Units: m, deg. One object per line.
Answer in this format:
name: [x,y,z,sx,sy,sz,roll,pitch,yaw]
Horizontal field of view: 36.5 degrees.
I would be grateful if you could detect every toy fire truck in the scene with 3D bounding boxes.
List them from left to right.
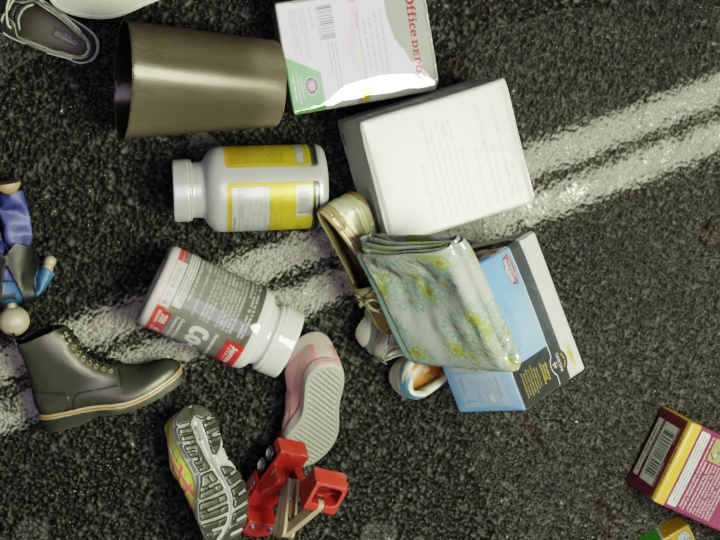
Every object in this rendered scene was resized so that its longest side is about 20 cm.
toy fire truck: [-0.099,0.303,1.446,0.049,0.141,0.200,18,121,-30]

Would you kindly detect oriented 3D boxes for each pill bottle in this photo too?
pill bottle: [-0.183,0.059,1.444,0.199,0.114,0.114,26,92,-12]
pill bottle: [-0.146,-0.108,1.431,0.199,0.112,0.113,-2,98,-10]

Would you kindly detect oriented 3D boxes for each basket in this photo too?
basket: [-0.204,-0.239,1.389,0.199,0.180,0.137,-2,71,-20]

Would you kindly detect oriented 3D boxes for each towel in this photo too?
towel: [0.093,0.041,1.343,0.048,0.171,0.201,-44,120,-31]

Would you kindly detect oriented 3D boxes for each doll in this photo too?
doll: [-0.466,-0.013,1.414,0.136,0.048,0.201,-11,105,-17]

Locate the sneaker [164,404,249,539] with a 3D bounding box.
sneaker: [-0.215,0.280,1.482,0.078,0.090,0.201,-15,90,-37]

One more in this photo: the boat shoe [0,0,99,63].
boat shoe: [-0.423,-0.323,1.371,0.199,0.071,0.072,21,93,-13]

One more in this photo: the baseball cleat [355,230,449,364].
baseball cleat: [0.080,0.040,1.500,0.200,0.106,0.070,-54,148,7]

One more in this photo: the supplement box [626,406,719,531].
supplement box: [0.521,0.306,1.616,0.199,0.103,0.132,26,91,-12]

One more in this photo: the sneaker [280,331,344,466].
sneaker: [-0.072,0.173,1.510,0.075,0.105,0.201,2,126,-19]

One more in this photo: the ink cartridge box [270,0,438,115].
ink cartridge box: [-0.009,-0.295,1.447,0.199,0.088,0.146,-11,100,-7]

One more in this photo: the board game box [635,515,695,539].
board game box: [0.467,0.500,1.663,0.152,0.040,0.201,-29,101,-6]

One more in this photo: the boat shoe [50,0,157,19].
boat shoe: [-0.300,-0.374,1.400,0.199,0.062,0.073,-14,124,-6]

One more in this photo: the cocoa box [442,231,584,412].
cocoa box: [0.179,0.071,1.440,0.131,0.133,0.201,-28,100,-36]

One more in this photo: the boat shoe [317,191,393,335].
boat shoe: [0.001,-0.001,1.423,0.063,0.073,0.202,-29,112,-29]

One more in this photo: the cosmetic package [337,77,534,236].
cosmetic package: [0.095,-0.147,1.444,0.199,0.167,0.167,-18,102,-7]

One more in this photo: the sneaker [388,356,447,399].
sneaker: [0.127,0.102,1.526,0.076,0.081,0.200,42,83,-12]

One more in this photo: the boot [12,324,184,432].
boot: [-0.344,0.119,1.431,0.199,0.077,0.139,-19,109,-9]
